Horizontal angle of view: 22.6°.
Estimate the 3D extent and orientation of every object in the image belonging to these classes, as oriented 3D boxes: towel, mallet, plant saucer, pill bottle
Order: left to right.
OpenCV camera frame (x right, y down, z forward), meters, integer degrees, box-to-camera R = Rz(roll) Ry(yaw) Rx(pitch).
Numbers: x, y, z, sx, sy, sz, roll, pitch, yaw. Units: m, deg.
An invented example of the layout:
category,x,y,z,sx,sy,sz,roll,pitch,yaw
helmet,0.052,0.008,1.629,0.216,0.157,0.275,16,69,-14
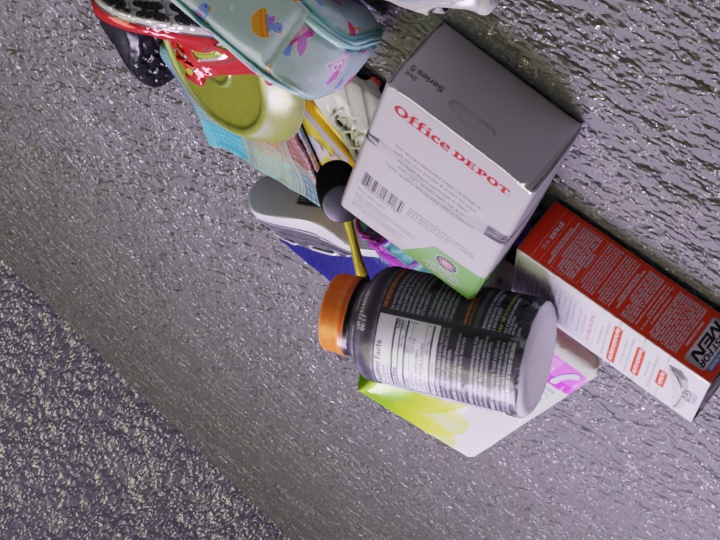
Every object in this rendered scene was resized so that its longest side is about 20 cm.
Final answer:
category,x,y,z,sx,sy,sz,roll,pitch,yaw
plant saucer,-0.128,-0.200,1.661,0.200,0.031,0.201,40,150,29
towel,-0.113,-0.146,1.776,0.200,0.022,0.147,31,156,42
towel,-0.005,-0.025,1.949,0.200,0.050,0.148,37,156,13
mallet,0.000,0.000,1.646,0.066,0.041,0.201,-104,-1,-72
pill bottle,0.064,0.057,1.583,0.199,0.107,0.106,13,155,20

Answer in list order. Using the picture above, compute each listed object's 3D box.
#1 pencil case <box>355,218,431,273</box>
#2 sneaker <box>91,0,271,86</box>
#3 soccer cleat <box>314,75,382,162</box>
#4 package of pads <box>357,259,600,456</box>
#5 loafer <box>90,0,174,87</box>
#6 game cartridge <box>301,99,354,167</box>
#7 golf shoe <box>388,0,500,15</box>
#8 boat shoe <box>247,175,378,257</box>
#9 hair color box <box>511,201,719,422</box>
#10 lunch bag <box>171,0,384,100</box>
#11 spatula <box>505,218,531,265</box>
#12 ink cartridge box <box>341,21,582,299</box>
category,x,y,z,sx,sy,sz,roll,pitch,yaw
pencil case,0.075,0.002,1.748,0.085,0.093,0.200,6,143,45
sneaker,-0.138,-0.195,1.518,0.199,0.085,0.077,11,-138,-29
soccer cleat,0.017,-0.109,1.613,0.200,0.078,0.069,42,164,-5
package of pads,0.117,0.085,1.719,0.154,0.068,0.200,33,131,-24
loafer,-0.227,-0.256,1.798,0.071,0.068,0.201,52,174,29
game cartridge,-0.067,-0.154,1.727,0.200,0.032,0.176,47,163,-4
golf shoe,0.022,-0.219,1.330,0.097,0.079,0.200,44,165,-35
boat shoe,-0.023,-0.045,1.844,0.199,0.072,0.068,12,153,29
hair color box,0.229,0.036,1.559,0.200,0.064,0.111,37,164,14
lunch bag,-0.079,-0.226,1.437,0.200,0.077,0.160,41,-161,5
spatula,0.136,-0.029,1.661,0.057,0.021,0.200,47,169,20
ink cartridge box,0.079,-0.086,1.474,0.145,0.084,0.200,37,152,7
